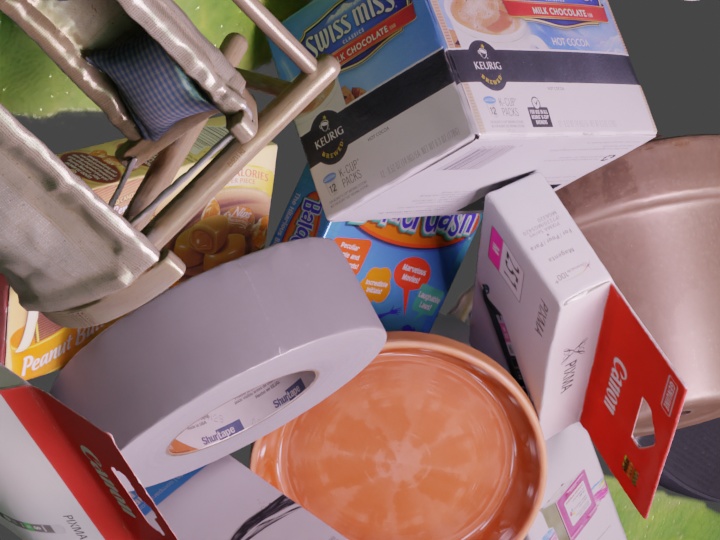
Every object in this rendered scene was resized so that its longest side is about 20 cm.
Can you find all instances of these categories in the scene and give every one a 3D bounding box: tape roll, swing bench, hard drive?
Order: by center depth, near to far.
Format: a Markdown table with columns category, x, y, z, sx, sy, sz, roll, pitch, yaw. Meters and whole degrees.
| category | x | y | z | sx | sy | sz | roll | pitch | yaw |
| --- | --- | --- | --- | --- | --- | --- | --- | --- | --- |
| swing bench | -0.157 | -0.099 | 1.157 | 0.199 | 0.130 | 0.200 | 43 | 78 | -30 |
| tape roll | -0.085 | 0.059 | 1.346 | 0.199 | 0.066 | 0.200 | -28 | 166 | -7 |
| hard drive | 0.260 | 0.106 | 1.704 | 0.135 | 0.042 | 0.200 | -58 | 142 | 0 |

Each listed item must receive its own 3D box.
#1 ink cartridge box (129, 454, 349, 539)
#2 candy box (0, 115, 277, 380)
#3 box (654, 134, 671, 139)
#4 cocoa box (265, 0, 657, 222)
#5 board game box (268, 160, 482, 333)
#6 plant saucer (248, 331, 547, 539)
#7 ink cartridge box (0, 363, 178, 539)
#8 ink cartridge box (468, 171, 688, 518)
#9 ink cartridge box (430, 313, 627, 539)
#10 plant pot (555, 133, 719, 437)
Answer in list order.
| category | x | y | z | sx | sy | sz | roll | pitch | yaw |
| --- | --- | --- | --- | --- | --- | --- | --- | --- | --- |
| ink cartridge box | -0.068 | 0.213 | 1.440 | 0.084 | 0.199 | 0.145 | -36 | 135 | -27 |
| candy box | -0.144 | -0.015 | 1.330 | 0.199 | 0.055 | 0.116 | -16 | 124 | -41 |
| box | 0.231 | 0.004 | 1.722 | 0.095 | 0.099 | 0.201 | 0 | 113 | -48 |
| cocoa box | 0.065 | -0.117 | 1.393 | 0.199 | 0.133 | 0.132 | -5 | 72 | -49 |
| board game box | 0.000 | 0.000 | 1.507 | 0.152 | 0.045 | 0.201 | 17 | 99 | -50 |
| plant saucer | 0.025 | 0.129 | 1.484 | 0.198 | 0.032 | 0.202 | -1 | 117 | -2 |
| ink cartridge box | -0.186 | 0.111 | 1.246 | 0.050 | 0.199 | 0.161 | -45 | 139 | -17 |
| ink cartridge box | 0.134 | 0.059 | 1.432 | 0.043 | 0.174 | 0.200 | -24 | 153 | -14 |
| ink cartridge box | 0.104 | 0.145 | 1.633 | 0.085 | 0.144 | 0.201 | -43 | 139 | -19 |
| plant pot | 0.200 | 0.018 | 1.548 | 0.199 | 0.199 | 0.176 | 4 | 68 | -49 |
